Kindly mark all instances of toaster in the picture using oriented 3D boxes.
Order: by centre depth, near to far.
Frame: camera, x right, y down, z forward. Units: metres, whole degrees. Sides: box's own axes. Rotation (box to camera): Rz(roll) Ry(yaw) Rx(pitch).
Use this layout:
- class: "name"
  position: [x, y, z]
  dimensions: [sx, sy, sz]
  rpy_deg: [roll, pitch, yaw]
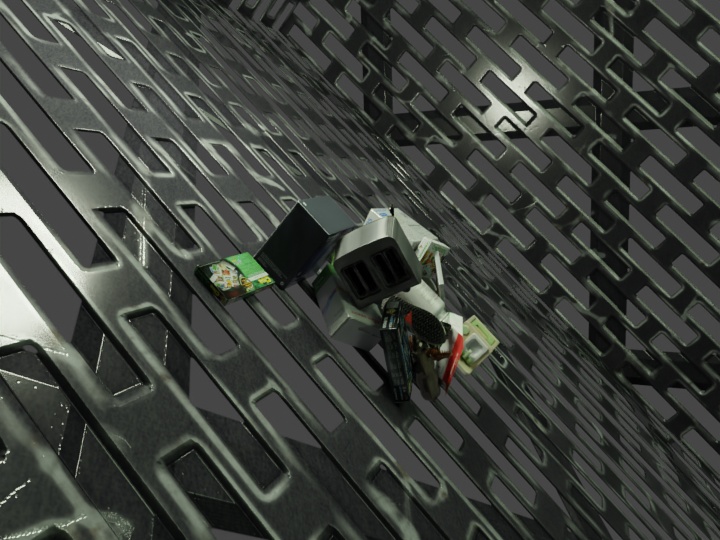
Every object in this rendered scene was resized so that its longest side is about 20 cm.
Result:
- class: "toaster"
  position: [0.042, -0.025, 1.422]
  dimensions: [0.202, 0.178, 0.119]
  rpy_deg: [59, 19, -25]

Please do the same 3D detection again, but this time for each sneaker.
- class: "sneaker"
  position: [0.151, 0.136, 1.557]
  dimensions: [0.198, 0.071, 0.093]
  rpy_deg: [31, -5, 21]

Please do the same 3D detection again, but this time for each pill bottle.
- class: "pill bottle"
  position: [0.205, 0.119, 1.843]
  dimensions: [0.200, 0.115, 0.114]
  rpy_deg: [46, 22, 7]

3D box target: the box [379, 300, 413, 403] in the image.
- class: "box"
  position: [0.093, 0.200, 1.436]
  dimensions: [0.159, 0.045, 0.203]
  rpy_deg: [-69, 149, -67]

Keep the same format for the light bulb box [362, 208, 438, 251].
- class: "light bulb box"
  position: [0.129, -0.110, 1.995]
  dimensions: [0.199, 0.126, 0.197]
  rpy_deg: [39, 24, 23]

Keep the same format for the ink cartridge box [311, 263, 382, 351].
- class: "ink cartridge box"
  position: [-0.030, 0.096, 1.506]
  dimensions: [0.144, 0.088, 0.201]
  rpy_deg: [24, 27, -39]

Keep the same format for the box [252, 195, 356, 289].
- class: "box"
  position: [-0.138, -0.075, 1.480]
  dimensions: [0.123, 0.199, 0.200]
  rpy_deg: [44, 22, 7]

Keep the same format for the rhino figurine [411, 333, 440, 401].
- class: "rhino figurine"
  position: [0.167, 0.252, 1.505]
  dimensions: [0.088, 0.059, 0.203]
  rpy_deg: [-84, 158, -66]

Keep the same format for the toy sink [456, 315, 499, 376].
- class: "toy sink"
  position: [0.366, 0.242, 1.902]
  dimensions: [0.131, 0.112, 0.199]
  rpy_deg: [48, 22, 13]

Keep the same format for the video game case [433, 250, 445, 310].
- class: "video game case"
  position: [0.266, 0.055, 1.923]
  dimensions: [0.202, 0.017, 0.145]
  rpy_deg: [78, 7, -48]

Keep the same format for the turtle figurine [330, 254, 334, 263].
- class: "turtle figurine"
  position: [0.000, 0.000, 1.757]
  dimensions: [0.190, 0.201, 0.146]
  rpy_deg: [14, 58, -10]

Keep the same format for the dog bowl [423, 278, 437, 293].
- class: "dog bowl"
  position: [0.191, 0.040, 2.042]
  dimensions: [0.199, 0.059, 0.201]
  rpy_deg: [36, 23, -17]

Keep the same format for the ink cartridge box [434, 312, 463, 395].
- class: "ink cartridge box"
  position: [0.249, 0.235, 1.640]
  dimensions: [0.049, 0.163, 0.200]
  rpy_deg: [17, 21, 5]

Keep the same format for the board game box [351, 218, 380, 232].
- class: "board game box"
  position: [0.053, -0.043, 1.664]
  dimensions: [0.202, 0.125, 0.035]
  rpy_deg: [60, -14, 23]

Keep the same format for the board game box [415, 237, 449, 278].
- class: "board game box"
  position: [0.231, -0.041, 1.963]
  dimensions: [0.034, 0.127, 0.199]
  rpy_deg: [35, 12, 24]

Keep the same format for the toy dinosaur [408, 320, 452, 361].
- class: "toy dinosaur"
  position: [0.198, 0.205, 1.606]
  dimensions: [0.198, 0.138, 0.101]
  rpy_deg: [18, 0, 43]

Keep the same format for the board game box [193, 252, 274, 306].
- class: "board game box"
  position: [-0.280, 0.015, 1.303]
  dimensions: [0.105, 0.024, 0.200]
  rpy_deg: [45, 22, 9]
